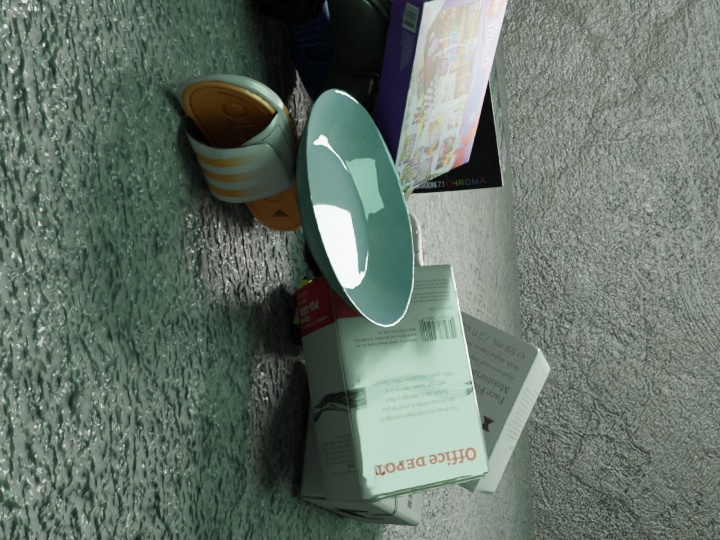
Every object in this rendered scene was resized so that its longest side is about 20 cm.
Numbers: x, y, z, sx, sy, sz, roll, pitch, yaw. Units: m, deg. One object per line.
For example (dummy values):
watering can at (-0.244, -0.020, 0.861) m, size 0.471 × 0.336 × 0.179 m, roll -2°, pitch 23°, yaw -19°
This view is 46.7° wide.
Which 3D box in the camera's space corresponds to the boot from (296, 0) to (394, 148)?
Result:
boot at (-0.030, -0.152, 0.783) m, size 0.202 × 0.072 × 0.182 m, roll -58°, pitch 155°, yaw -4°

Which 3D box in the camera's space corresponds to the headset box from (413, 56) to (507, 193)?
headset box at (0.117, -0.224, 1.208) m, size 0.094 × 0.170 × 0.203 m, roll -73°, pitch 155°, yaw -48°

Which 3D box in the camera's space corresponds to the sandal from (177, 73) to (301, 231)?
sandal at (-0.084, -0.075, 0.680) m, size 0.208 × 0.077 × 0.060 m, roll 65°, pitch 25°, yaw -56°

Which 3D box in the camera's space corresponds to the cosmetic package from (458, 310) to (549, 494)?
cosmetic package at (0.140, 0.176, 1.140) m, size 0.203 × 0.163 × 0.165 m, roll -64°, pitch 158°, yaw -6°

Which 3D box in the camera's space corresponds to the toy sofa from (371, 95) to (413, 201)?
toy sofa at (0.035, -0.156, 0.905) m, size 0.202 × 0.082 × 0.097 m, roll -58°, pitch 148°, yaw 3°

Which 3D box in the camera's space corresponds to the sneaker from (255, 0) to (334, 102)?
sneaker at (-0.056, -0.243, 0.809) m, size 0.112 × 0.075 × 0.204 m, roll -55°, pitch 147°, yaw -53°

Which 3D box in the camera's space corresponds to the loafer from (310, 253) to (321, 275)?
loafer at (0.000, 0.000, 0.970) m, size 0.201 × 0.071 × 0.074 m, roll 65°, pitch 24°, yaw -55°

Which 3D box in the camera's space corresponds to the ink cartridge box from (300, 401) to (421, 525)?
ink cartridge box at (0.010, 0.194, 0.923) m, size 0.200 × 0.081 × 0.150 m, roll 53°, pitch 39°, yaw -61°

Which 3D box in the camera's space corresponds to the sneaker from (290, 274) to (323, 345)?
sneaker at (-0.007, 0.040, 0.898) m, size 0.199 × 0.070 × 0.085 m, roll 10°, pitch 81°, yaw -65°

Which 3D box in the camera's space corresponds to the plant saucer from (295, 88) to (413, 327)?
plant saucer at (-0.010, -0.049, 0.710) m, size 0.201 × 0.038 × 0.205 m, roll 40°, pitch 43°, yaw -52°

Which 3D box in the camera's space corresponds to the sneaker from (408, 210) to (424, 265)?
sneaker at (0.071, 0.014, 1.202) m, size 0.082 × 0.075 × 0.205 m, roll 3°, pitch 86°, yaw -80°

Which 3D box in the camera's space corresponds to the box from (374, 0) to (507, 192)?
box at (0.073, -0.180, 0.811) m, size 0.136 × 0.039 × 0.203 m, roll -28°, pitch 141°, yaw -40°

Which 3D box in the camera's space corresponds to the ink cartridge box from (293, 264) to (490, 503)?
ink cartridge box at (0.028, 0.105, 0.787) m, size 0.144 × 0.083 × 0.205 m, roll -2°, pitch 77°, yaw -31°
